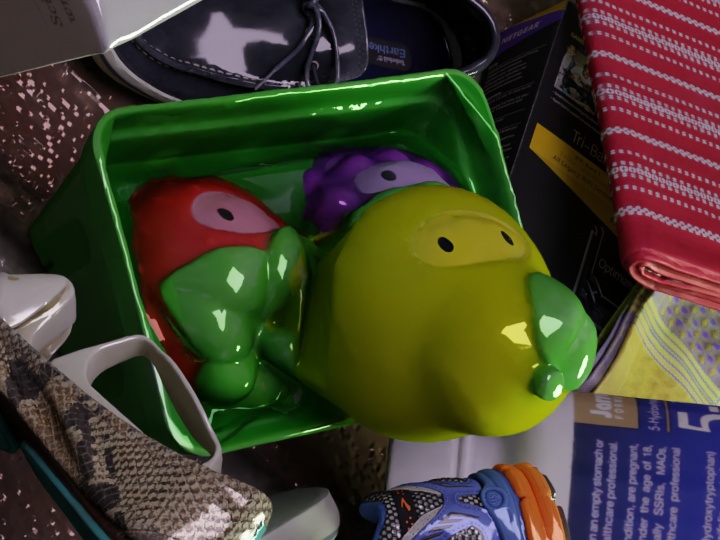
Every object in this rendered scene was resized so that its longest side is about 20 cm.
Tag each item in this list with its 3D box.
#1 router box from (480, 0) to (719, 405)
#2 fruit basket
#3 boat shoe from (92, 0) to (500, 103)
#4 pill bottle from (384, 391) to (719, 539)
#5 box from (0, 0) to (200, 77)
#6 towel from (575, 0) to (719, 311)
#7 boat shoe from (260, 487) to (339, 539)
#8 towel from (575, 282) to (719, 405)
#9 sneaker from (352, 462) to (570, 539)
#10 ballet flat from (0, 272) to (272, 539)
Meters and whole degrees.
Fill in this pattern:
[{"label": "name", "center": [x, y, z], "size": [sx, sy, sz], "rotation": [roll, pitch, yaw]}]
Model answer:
[{"label": "router box", "center": [0.127, -0.001, 1.322], "size": [0.200, 0.052, 0.157], "rotation": [36, 56, -24]}, {"label": "fruit basket", "center": [0.000, 0.000, 1.125], "size": [0.215, 0.215, 0.156], "rotation": [-10, 82, -40]}, {"label": "boat shoe", "center": [-0.026, -0.103, 1.229], "size": [0.200, 0.062, 0.075], "rotation": [5, 74, -36]}, {"label": "pill bottle", "center": [0.108, 0.110, 1.182], "size": [0.199, 0.120, 0.120], "rotation": [6, 68, 0]}, {"label": "box", "center": [-0.125, -0.176, 0.998], "size": [0.131, 0.200, 0.199], "rotation": [-33, 105, -30]}, {"label": "towel", "center": [0.157, -0.058, 1.297], "size": [0.144, 0.022, 0.200], "rotation": [19, 46, -30]}, {"label": "boat shoe", "center": [-0.077, 0.153, 1.107], "size": [0.201, 0.070, 0.072], "rotation": [-34, 107, -36]}, {"label": "towel", "center": [0.179, 0.072, 1.290], "size": [0.200, 0.023, 0.144], "rotation": [48, 52, -16]}, {"label": "sneaker", "center": [0.002, 0.141, 1.098], "size": [0.078, 0.200, 0.075], "rotation": [8, 39, -26]}, {"label": "ballet flat", "center": [-0.109, 0.046, 1.053], "size": [0.200, 0.068, 0.075], "rotation": [37, 71, 26]}]
